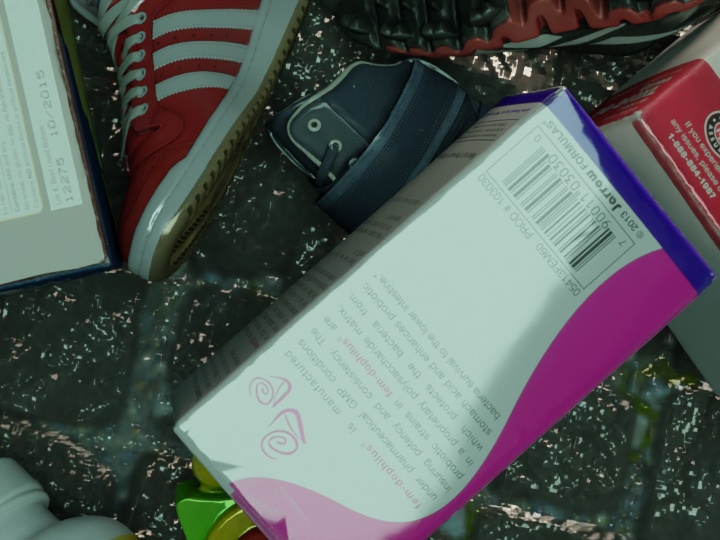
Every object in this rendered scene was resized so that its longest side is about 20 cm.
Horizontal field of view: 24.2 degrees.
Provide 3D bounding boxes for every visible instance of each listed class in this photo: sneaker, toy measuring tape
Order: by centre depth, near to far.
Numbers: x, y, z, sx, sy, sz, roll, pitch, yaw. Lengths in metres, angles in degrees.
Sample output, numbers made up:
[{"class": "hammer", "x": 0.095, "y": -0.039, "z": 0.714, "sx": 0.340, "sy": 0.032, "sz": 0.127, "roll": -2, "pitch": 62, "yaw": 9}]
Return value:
[{"class": "sneaker", "x": -0.094, "y": -0.093, "z": 0.742, "sx": 0.112, "sy": 0.071, "sz": 0.201, "roll": 24, "pitch": 55, "yaw": -4}, {"class": "sneaker", "x": 0.000, "y": -0.001, "z": 0.773, "sx": 0.146, "sy": 0.077, "sz": 0.203, "roll": 32, "pitch": 83, "yaw": -12}, {"class": "sneaker", "x": 0.083, "y": -0.132, "z": 0.777, "sx": 0.199, "sy": 0.098, "sz": 0.071, "roll": -5, "pitch": 82, "yaw": 24}, {"class": "toy measuring tape", "x": -0.029, "y": 0.165, "z": 0.786, "sx": 0.073, "sy": 0.074, "sz": 0.201, "roll": -21, "pitch": 103, "yaw": -6}]

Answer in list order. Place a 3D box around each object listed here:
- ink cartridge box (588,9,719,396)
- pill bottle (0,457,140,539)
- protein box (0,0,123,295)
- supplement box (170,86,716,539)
[{"class": "ink cartridge box", "x": 0.209, "y": -0.060, "z": 0.768, "sx": 0.200, "sy": 0.083, "sz": 0.146, "roll": -39, "pitch": 97, "yaw": -23}, {"class": "pill bottle", "x": -0.116, "y": 0.180, "z": 0.736, "sx": 0.200, "sy": 0.112, "sz": 0.112, "roll": 43, "pitch": 86, "yaw": 13}, {"class": "protein box", "x": -0.211, "y": -0.044, "z": 0.690, "sx": 0.199, "sy": 0.199, "sz": 0.136, "roll": -12, "pitch": 92, "yaw": -6}, {"class": "supplement box", "x": 0.028, "y": 0.029, "z": 0.690, "sx": 0.200, "sy": 0.103, "sz": 0.101, "roll": -41, "pitch": 98, "yaw": -4}]
